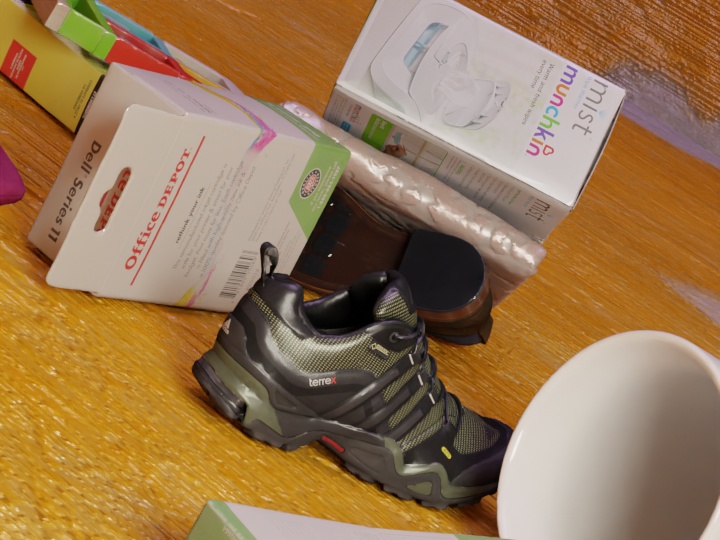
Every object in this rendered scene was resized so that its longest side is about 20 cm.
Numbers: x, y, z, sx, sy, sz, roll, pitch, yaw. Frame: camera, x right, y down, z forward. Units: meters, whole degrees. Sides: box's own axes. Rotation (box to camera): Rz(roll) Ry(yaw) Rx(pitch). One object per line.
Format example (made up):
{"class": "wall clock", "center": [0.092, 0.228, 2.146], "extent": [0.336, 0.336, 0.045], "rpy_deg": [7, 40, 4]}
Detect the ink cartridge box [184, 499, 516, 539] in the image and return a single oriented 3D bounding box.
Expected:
{"class": "ink cartridge box", "center": [0.034, 0.161, 0.878], "extent": [0.199, 0.048, 0.145], "rpy_deg": [16, 19, -45]}

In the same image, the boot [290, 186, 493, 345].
{"class": "boot", "center": [0.000, 0.000, 1.413], "extent": [0.199, 0.075, 0.097], "rpy_deg": [23, -16, 24]}

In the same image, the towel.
{"class": "towel", "center": [0.021, -0.039, 1.455], "extent": [0.199, 0.032, 0.191], "rpy_deg": [29, -12, -1]}

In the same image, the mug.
{"class": "mug", "center": [0.162, 0.130, 1.096], "extent": [0.175, 0.149, 0.199], "rpy_deg": [29, -19, -38]}

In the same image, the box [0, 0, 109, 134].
{"class": "box", "center": [-0.218, -0.152, 1.504], "extent": [0.200, 0.050, 0.075], "rpy_deg": [39, 17, 35]}

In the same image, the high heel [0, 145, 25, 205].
{"class": "high heel", "center": [-0.250, -0.095, 1.191], "extent": [0.095, 0.068, 0.201], "rpy_deg": [11, 35, -26]}

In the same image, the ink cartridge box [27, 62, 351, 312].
{"class": "ink cartridge box", "center": [-0.107, -0.045, 1.192], "extent": [0.067, 0.118, 0.199], "rpy_deg": [36, 14, 32]}

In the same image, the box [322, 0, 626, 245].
{"class": "box", "center": [0.065, -0.093, 1.436], "extent": [0.175, 0.097, 0.200], "rpy_deg": [26, -14, 0]}

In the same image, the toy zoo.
{"class": "toy zoo", "center": [-0.141, -0.144, 1.492], "extent": [0.199, 0.021, 0.131], "rpy_deg": [30, 9, -21]}

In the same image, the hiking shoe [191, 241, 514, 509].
{"class": "hiking shoe", "center": [0.016, 0.056, 1.108], "extent": [0.199, 0.101, 0.076], "rpy_deg": [21, 16, -31]}
